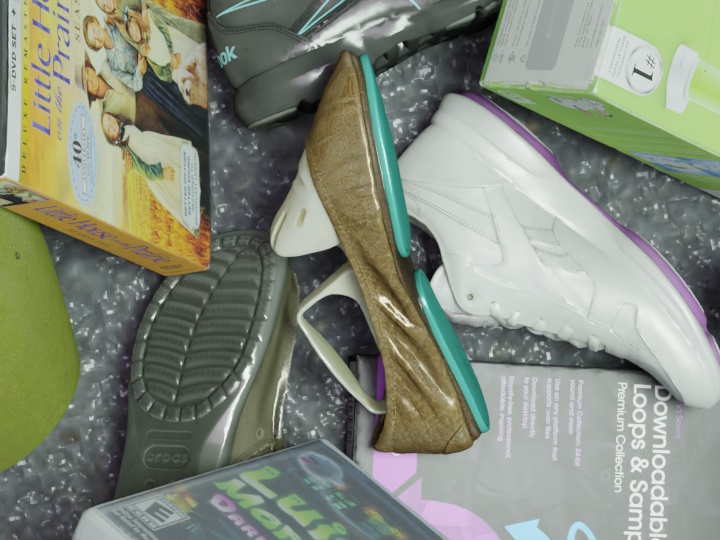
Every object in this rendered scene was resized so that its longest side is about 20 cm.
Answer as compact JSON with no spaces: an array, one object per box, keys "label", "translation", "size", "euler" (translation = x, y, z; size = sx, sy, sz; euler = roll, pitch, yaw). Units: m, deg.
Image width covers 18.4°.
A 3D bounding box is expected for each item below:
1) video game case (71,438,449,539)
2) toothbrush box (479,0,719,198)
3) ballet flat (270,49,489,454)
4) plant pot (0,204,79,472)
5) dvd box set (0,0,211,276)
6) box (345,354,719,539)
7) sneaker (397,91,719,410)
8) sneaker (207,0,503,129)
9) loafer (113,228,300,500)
[{"label":"video game case","translation":[0.001,0.151,0.965],"size":[0.199,0.181,0.023],"euler":[37,114,25]},{"label":"toothbrush box","translation":[0.170,-0.122,1.058],"size":[0.199,0.086,0.147],"euler":[19,85,-36]},{"label":"ballet flat","translation":[0.000,0.000,1.042],"size":[0.072,0.068,0.202],"euler":[-17,109,7]},{"label":"plant pot","translation":[-0.215,-0.001,0.993],"size":[0.187,0.187,0.200],"euler":[-41,130,-7]},{"label":"dvd box set","translation":[-0.121,-0.088,1.000],"size":[0.029,0.200,0.148],"euler":[-7,76,20]},{"label":"box","translation":[0.090,0.118,1.105],"size":[0.198,0.036,0.145],"euler":[3,87,-8]},{"label":"sneaker","translation":[0.092,0.007,1.093],"size":[0.200,0.075,0.100],"euler":[43,89,11]},{"label":"sneaker","translation":[0.019,-0.142,1.081],"size":[0.199,0.075,0.080],"euler":[-25,87,-9]},{"label":"loafer","translation":[-0.073,0.078,1.077],"size":[0.075,0.070,0.202],"euler":[8,74,29]}]
